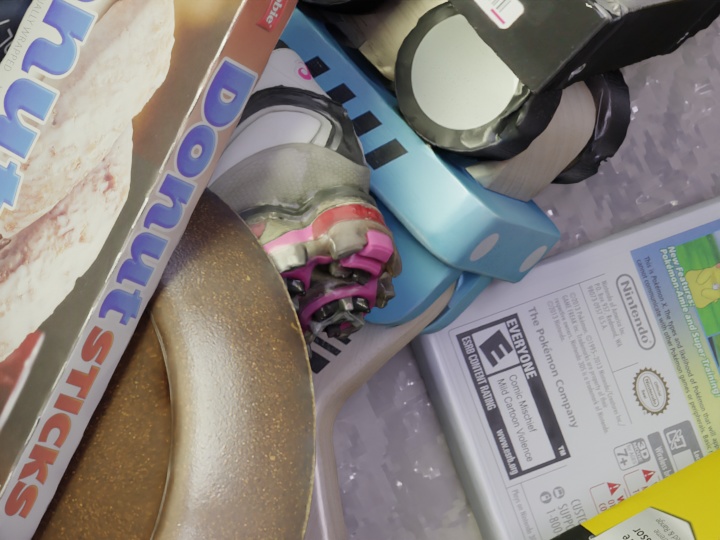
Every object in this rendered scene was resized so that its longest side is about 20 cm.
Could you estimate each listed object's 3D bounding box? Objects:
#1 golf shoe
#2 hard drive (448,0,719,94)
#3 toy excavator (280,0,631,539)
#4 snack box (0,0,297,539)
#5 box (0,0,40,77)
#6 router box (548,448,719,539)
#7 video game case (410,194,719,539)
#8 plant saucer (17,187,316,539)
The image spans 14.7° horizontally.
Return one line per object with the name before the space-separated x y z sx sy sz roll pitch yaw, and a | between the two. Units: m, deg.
golf shoe | -0.079 0.007 0.862 0.199 0.073 0.092 -30 63 22
hard drive | 0.046 -0.124 0.870 0.038 0.200 0.140 -45 82 19
toy excavator | 0.000 0.000 0.895 0.200 0.100 0.195 -46 72 13
snack box | -0.079 -0.026 0.775 0.072 0.024 0.201 28 92 36
box | -0.201 -0.060 0.769 0.200 0.149 0.107 -41 60 -13
router box | 0.164 0.122 0.844 0.149 0.200 0.051 -27 128 -14
video game case | 0.131 0.078 0.949 0.181 0.022 0.201 -19 85 -14
plant saucer | -0.104 0.057 0.801 0.199 0.032 0.201 -11 69 30
